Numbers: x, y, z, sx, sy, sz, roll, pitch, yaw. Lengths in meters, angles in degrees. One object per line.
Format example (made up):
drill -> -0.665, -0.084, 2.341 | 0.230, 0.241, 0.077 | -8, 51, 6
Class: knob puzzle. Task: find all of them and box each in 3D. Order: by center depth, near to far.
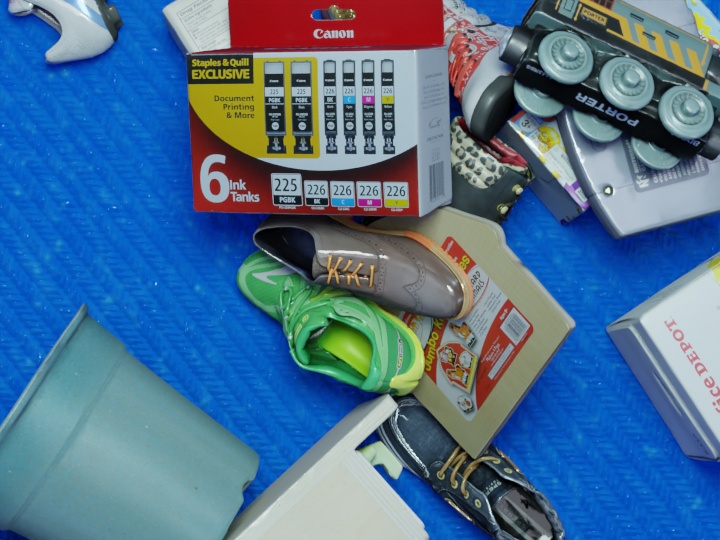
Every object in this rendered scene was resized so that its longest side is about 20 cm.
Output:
knob puzzle -> 0.077, 0.029, 1.367 | 0.030, 0.220, 0.220 | -21, 85, -42

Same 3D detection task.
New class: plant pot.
plant pot -> -0.202, 0.162, 1.352 | 0.196, 0.200, 0.200 | 33, 83, -7

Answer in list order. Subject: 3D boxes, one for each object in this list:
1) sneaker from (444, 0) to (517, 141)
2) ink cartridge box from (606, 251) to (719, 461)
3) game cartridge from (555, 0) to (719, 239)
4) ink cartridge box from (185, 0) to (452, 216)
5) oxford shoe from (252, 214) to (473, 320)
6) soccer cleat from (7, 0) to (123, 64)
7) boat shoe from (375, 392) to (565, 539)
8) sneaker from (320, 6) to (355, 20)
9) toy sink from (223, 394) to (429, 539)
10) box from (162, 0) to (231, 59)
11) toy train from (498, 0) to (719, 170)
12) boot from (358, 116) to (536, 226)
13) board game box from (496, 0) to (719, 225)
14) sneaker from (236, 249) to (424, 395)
sneaker -> 0.088, -0.176, 1.408 | 0.108, 0.201, 0.067 | 29, 116, 5
ink cartridge box -> 0.339, 0.053, 1.413 | 0.200, 0.145, 0.145 | -32, 87, -7
game cartridge -> 0.232, -0.133, 1.377 | 0.133, 0.042, 0.200 | -15, 87, -1
ink cartridge box -> -0.034, -0.136, 1.324 | 0.200, 0.084, 0.176 | 1, 101, 21
oxford shoe -> 0.000, 0.000, 1.352 | 0.200, 0.073, 0.071 | 22, 121, 31
soccer cleat -> -0.285, -0.275, 1.446 | 0.086, 0.070, 0.200 | -27, 86, -6
boat shoe -> 0.097, 0.171, 1.412 | 0.200, 0.091, 0.071 | 41, 83, 1
sneaker -> 0.008, -0.176, 1.436 | 0.075, 0.090, 0.200 | -3, 42, -19
toy sink -> -0.023, 0.214, 1.372 | 0.200, 0.130, 0.112 | -42, 92, -16
box -> -0.083, -0.161, 1.442 | 0.095, 0.078, 0.200 | -30, 87, -6
toy train -> 0.211, -0.163, 1.318 | 0.200, 0.085, 0.114 | 24, 64, -4
boot -> 0.108, -0.018, 1.412 | 0.204, 0.073, 0.154 | 41, 113, 5
board game box -> 0.228, -0.147, 1.448 | 0.200, 0.105, 0.103 | -41, 88, -6
sneaker -> -0.034, 0.038, 1.394 | 0.200, 0.084, 0.074 | 33, 111, 30
